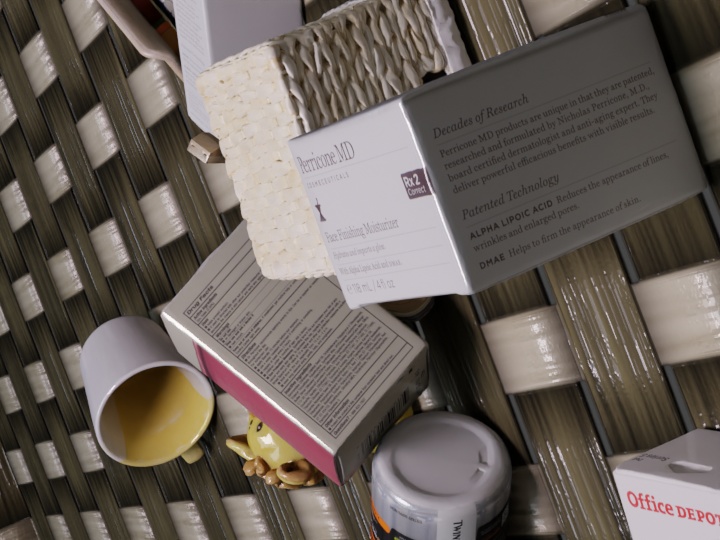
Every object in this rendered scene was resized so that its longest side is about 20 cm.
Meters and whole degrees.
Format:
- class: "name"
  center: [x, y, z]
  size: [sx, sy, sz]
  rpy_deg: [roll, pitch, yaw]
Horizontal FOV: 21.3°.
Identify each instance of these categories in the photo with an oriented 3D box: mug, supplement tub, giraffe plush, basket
- class: "mug"
  center: [-0.272, 0.148, 2.330]
  size: [0.153, 0.148, 0.188]
  rpy_deg: [-128, 34, -49]
- class: "supplement tub"
  center: [0.069, 0.232, 1.681]
  size: [0.123, 0.122, 0.201]
  rpy_deg: [47, 149, 40]
- class: "giraffe plush"
  center: [-0.042, 0.129, 1.779]
  size: [0.202, 0.161, 0.173]
  rpy_deg: [65, 156, 8]
- class: "basket"
  center: [-0.010, -0.108, 1.520]
  size: [0.200, 0.160, 0.200]
  rpy_deg: [-3, 108, 67]

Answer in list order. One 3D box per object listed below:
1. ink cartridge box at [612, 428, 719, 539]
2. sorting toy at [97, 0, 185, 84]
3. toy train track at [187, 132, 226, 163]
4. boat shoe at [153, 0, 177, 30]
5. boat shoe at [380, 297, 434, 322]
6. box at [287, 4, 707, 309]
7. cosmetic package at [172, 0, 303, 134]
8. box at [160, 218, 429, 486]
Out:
- class: "ink cartridge box"
  center: [0.265, 0.218, 1.292]
  size: [0.145, 0.083, 0.202]
  rpy_deg: [3, 113, 64]
- class: "sorting toy"
  center: [-0.184, -0.217, 1.853]
  size: [0.185, 0.036, 0.200]
  rpy_deg: [50, -175, 36]
- class: "toy train track"
  center: [-0.075, -0.111, 1.650]
  size: [0.114, 0.199, 0.033]
  rpy_deg: [36, 112, 26]
- class: "boat shoe"
  center: [-0.179, -0.293, 1.829]
  size: [0.201, 0.072, 0.072]
  rpy_deg: [52, 173, 13]
- class: "boat shoe"
  center: [0.000, 0.000, 1.709]
  size: [0.199, 0.072, 0.065]
  rpy_deg: [25, 158, 42]
- class: "box"
  center: [0.088, -0.072, 1.285]
  size: [0.199, 0.199, 0.132]
  rpy_deg: [-11, 101, 66]
- class: "cosmetic package"
  center: [-0.109, -0.224, 1.706]
  size: [0.074, 0.101, 0.202]
  rpy_deg: [40, 143, 48]
- class: "box"
  center: [-0.053, 0.067, 1.646]
  size: [0.199, 0.128, 0.109]
  rpy_deg: [38, 165, 16]
